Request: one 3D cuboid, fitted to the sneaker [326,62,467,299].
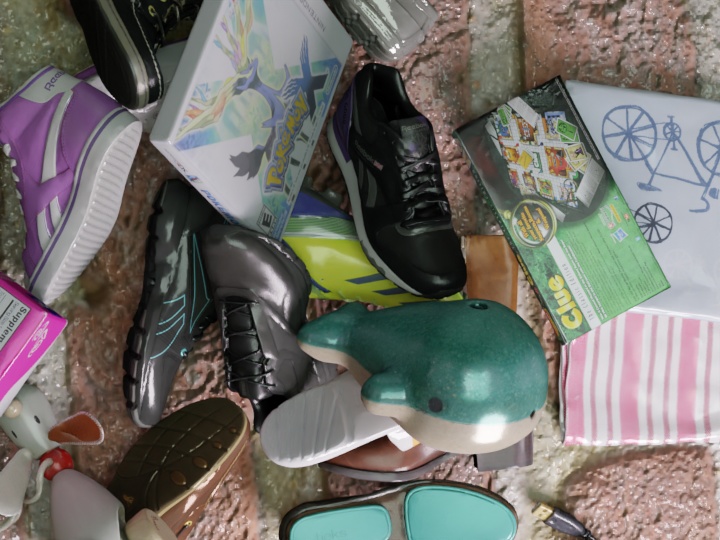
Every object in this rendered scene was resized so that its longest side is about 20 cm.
[{"bbox_3d":[0.031,-0.074,1.494,0.075,0.088,0.201,-12,60,-26],"label":"sneaker"}]

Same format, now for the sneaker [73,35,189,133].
[{"bbox_3d":[-0.152,-0.133,1.504,0.199,0.075,0.100,-18,98,-11],"label":"sneaker"}]

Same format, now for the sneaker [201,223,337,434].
[{"bbox_3d":[-0.077,0.050,1.490,0.091,0.075,0.201,-60,138,-38],"label":"sneaker"}]

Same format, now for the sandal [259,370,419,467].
[{"bbox_3d":[0.013,0.112,1.519,0.205,0.059,0.079,-20,56,-17],"label":"sandal"}]

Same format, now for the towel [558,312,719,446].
[{"bbox_3d":[0.269,0.080,1.645,0.198,0.030,0.148,0,95,-13],"label":"towel"}]

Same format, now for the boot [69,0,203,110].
[{"bbox_3d":[-0.137,-0.206,1.452,0.153,0.204,0.074,-11,132,-16],"label":"boot"}]

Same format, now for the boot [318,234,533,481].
[{"bbox_3d":[0.049,0.071,1.576,0.187,0.068,0.202,-6,90,0],"label":"boot"}]

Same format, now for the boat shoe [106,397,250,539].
[{"bbox_3d":[-0.163,0.186,1.537,0.200,0.072,0.068,-47,146,-2],"label":"boat shoe"}]

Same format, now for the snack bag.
[{"bbox_3d":[0.254,-0.055,1.622,0.187,0.021,0.202,6,84,-15],"label":"snack bag"}]

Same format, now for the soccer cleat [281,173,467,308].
[{"bbox_3d":[0.000,0.000,1.542,0.199,0.065,0.084,33,86,4],"label":"soccer cleat"}]

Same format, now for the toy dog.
[{"bbox_3d":[-0.231,0.175,1.461,0.199,0.096,0.132,32,83,18],"label":"toy dog"}]

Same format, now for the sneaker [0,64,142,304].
[{"bbox_3d":[-0.245,-0.071,1.471,0.114,0.073,0.201,33,125,10],"label":"sneaker"}]

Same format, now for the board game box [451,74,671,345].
[{"bbox_3d":[0.167,-0.050,1.577,0.104,0.023,0.201,-27,88,-10],"label":"board game box"}]

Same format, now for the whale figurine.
[{"bbox_3d":[0.050,0.059,1.450,0.159,0.199,0.105,-24,131,-52],"label":"whale figurine"}]

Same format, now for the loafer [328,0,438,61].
[{"bbox_3d":[-0.014,-0.262,1.535,0.070,0.070,0.200,-43,107,-17],"label":"loafer"}]

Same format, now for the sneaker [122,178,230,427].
[{"bbox_3d":[-0.142,0.030,1.521,0.079,0.075,0.202,11,92,-16],"label":"sneaker"}]

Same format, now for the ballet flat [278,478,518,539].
[{"bbox_3d":[0.030,0.205,1.576,0.198,0.068,0.069,-1,94,-6],"label":"ballet flat"}]

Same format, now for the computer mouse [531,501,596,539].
[{"bbox_3d":[0.119,0.259,1.615,0.199,0.046,0.141,24,90,-14],"label":"computer mouse"}]

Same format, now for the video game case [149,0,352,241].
[{"bbox_3d":[-0.079,-0.142,1.461,0.182,0.022,0.201,48,56,-53],"label":"video game case"}]

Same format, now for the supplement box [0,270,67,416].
[{"bbox_3d":[-0.335,0.018,1.436,0.199,0.101,0.104,37,86,2],"label":"supplement box"}]
